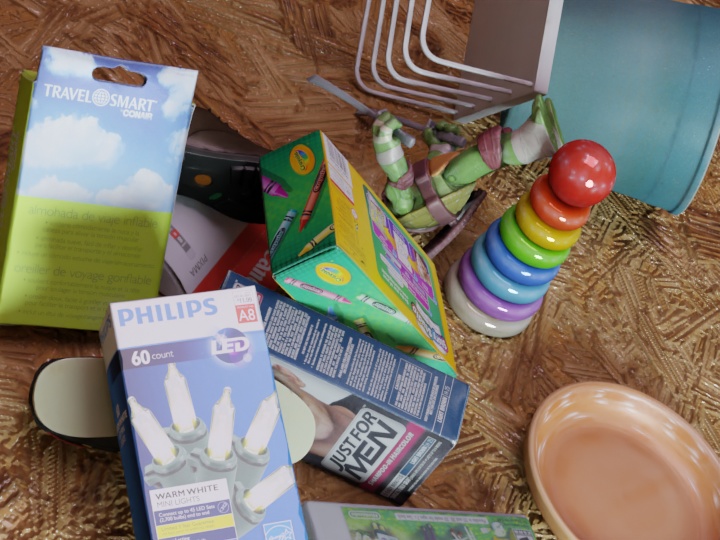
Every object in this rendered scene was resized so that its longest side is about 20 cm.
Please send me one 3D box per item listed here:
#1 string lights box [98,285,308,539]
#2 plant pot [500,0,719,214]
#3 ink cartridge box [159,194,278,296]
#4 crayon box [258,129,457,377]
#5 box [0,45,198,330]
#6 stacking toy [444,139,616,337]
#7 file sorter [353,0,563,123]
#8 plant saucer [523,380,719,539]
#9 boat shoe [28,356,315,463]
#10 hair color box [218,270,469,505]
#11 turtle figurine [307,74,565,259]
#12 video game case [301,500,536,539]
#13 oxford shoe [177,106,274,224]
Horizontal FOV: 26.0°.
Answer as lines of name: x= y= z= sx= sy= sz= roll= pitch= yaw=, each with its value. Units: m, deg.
string lights box: x=-0.103 y=0.118 z=1.020 sx=0.102 sy=0.059 sz=0.201 roll=-7 pitch=72 yaw=-19
plant pot: x=0.237 y=-0.173 z=1.490 sx=0.187 sy=0.201 sz=0.201 roll=14 pitch=44 yaw=-1
ink cartridge box: x=-0.116 y=-0.039 z=1.256 sx=0.199 sy=0.050 sz=0.162 roll=32 pitch=42 yaw=3
crayon box: x=0.000 y=0.000 z=1.206 sx=0.200 sy=0.058 sz=0.119 roll=48 pitch=25 yaw=-45
box: x=-0.194 y=-0.057 z=1.123 sx=0.121 sy=0.201 sz=0.048 roll=6 pitch=14 yaw=-27
stacking toy: x=0.148 y=-0.034 z=1.299 sx=0.085 sy=0.200 sz=0.086 roll=17 pitch=44 yaw=-17
file sorter: x=0.087 y=-0.225 z=1.413 sx=0.124 sy=0.200 sz=0.140 roll=11 pitch=85 yaw=-17
plant saucer: x=0.216 y=0.180 z=1.264 sx=0.199 sy=0.038 sz=0.201 roll=17 pitch=44 yaw=-17
boat shoe: x=-0.131 y=0.097 z=1.093 sx=0.200 sy=0.063 sz=0.074 roll=9 pitch=82 yaw=-15
hair color box: x=-0.031 y=0.089 z=1.150 sx=0.199 sy=0.100 sz=0.061 roll=26 pitch=46 yaw=-8
turtle figurine: x=0.066 y=-0.120 z=1.330 sx=0.144 sy=0.193 sz=0.201 roll=52 pitch=26 yaw=-54
video game case: x=0.065 y=0.243 z=1.088 sx=0.199 sy=0.022 sz=0.183 roll=9 pitch=41 yaw=-32
oxford shoe: x=-0.109 y=-0.092 z=1.230 sx=0.199 sy=0.073 sz=0.085 roll=15 pitch=48 yaw=-27
